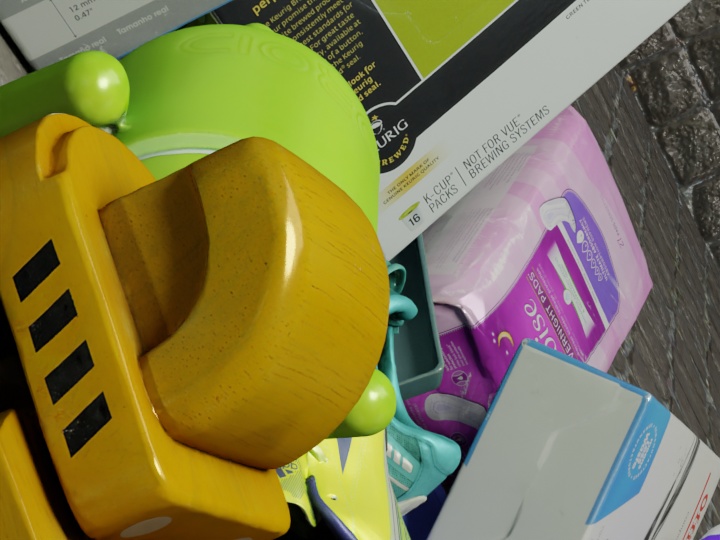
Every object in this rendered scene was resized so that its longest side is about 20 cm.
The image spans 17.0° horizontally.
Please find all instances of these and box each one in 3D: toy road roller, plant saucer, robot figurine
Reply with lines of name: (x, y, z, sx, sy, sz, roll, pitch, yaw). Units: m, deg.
toy road roller: (-0.056, 0.050, 0.662, 0.200, 0.146, 0.123, 69, 14, 18)
plant saucer: (0.000, 0.000, 1.144, 0.200, 0.070, 0.019, -97, 163, -53)
robot figurine: (-0.052, -0.013, 0.853, 0.176, 0.116, 0.200, 51, 20, -23)

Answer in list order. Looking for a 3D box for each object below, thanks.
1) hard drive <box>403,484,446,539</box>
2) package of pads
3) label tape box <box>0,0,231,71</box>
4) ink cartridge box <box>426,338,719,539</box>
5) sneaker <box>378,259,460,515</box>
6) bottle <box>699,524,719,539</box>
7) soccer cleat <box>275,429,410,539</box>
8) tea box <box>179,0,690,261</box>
hard drive: (0.030, 0.159, 1.068, 0.132, 0.025, 0.200, 62, 13, -14)
package of pads: (0.077, 0.015, 1.236, 0.121, 0.076, 0.200, 62, 36, -21)
label tape box: (-0.106, -0.184, 0.895, 0.200, 0.143, 0.066, 57, 15, -33)
ink cartridge box: (0.106, 0.116, 1.111, 0.068, 0.116, 0.200, 24, -5, 24)
sneaker: (-0.017, 0.013, 1.031, 0.200, 0.080, 0.078, 68, 13, 14)
bottle: (0.117, 0.170, 1.006, 0.200, 0.084, 0.065, -34, 90, -47)
soccer cleat: (-0.025, 0.071, 0.933, 0.084, 0.065, 0.200, 25, 40, -60)
tea box: (0.011, -0.152, 1.100, 0.134, 0.200, 0.197, 39, -13, 52)
